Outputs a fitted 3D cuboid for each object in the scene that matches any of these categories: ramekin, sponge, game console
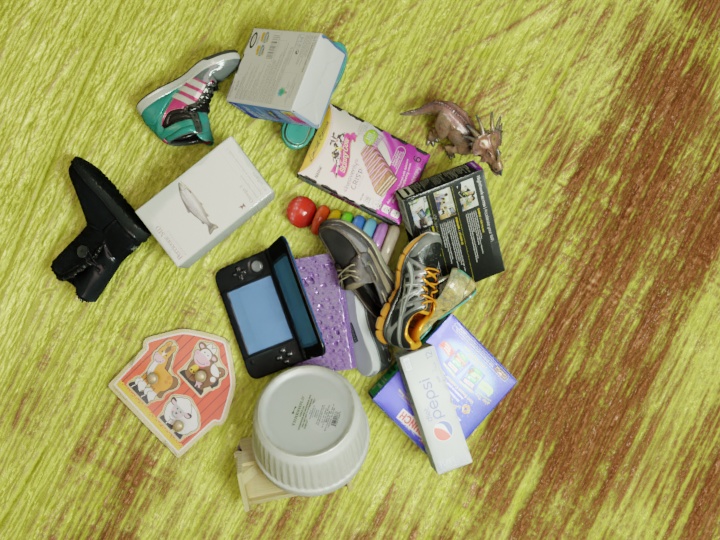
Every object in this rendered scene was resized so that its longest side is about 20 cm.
[{"bbox_3d":[-0.083,0.249,1.284,0.196,0.106,0.203,-1,53,1],"label":"ramekin"},{"bbox_3d":[-0.075,0.077,1.363,0.110,0.030,0.204,-8,91,19],"label":"sponge"},{"bbox_3d":[-0.152,0.066,1.309,0.168,0.118,0.203,-21,86,10],"label":"game console"}]

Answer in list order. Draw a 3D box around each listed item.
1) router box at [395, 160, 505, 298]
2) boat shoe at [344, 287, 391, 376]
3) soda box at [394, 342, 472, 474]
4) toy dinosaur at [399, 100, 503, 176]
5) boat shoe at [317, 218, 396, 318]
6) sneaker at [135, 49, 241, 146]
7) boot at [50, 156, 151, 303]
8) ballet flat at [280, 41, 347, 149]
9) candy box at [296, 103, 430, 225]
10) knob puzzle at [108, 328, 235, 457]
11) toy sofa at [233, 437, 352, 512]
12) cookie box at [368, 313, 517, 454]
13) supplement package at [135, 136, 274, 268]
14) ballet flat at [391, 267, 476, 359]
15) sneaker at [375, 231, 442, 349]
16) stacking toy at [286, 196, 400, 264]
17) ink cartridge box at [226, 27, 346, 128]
[{"bbox_3d":[0.156,-0.066,1.356,0.147,0.051,0.202,-20,118,-6],"label":"router box"},{"bbox_3d":[0.002,0.082,1.379,0.056,0.068,0.203,-10,82,-40],"label":"boat shoe"},{"bbox_3d":[0.118,0.225,1.305,0.062,0.068,0.203,-19,91,-5],"label":"soda box"},{"bbox_3d":[0.170,-0.246,1.357,0.198,0.136,0.087,32,87,-4],"label":"toy dinosaur"},{"bbox_3d":[0.000,0.000,1.309,0.200,0.074,0.074,47,46,-18],"label":"boat shoe"},{"bbox_3d":[-0.267,-0.275,1.340,0.198,0.084,0.122,-31,87,3],"label":"sneaker"},{"bbox_3d":[-0.462,-0.067,1.322,0.168,0.076,0.200,-45,78,6],"label":"boot"},{"bbox_3d":[-0.086,-0.301,1.366,0.067,0.070,0.203,26,84,-15],"label":"ballet flat"},{"bbox_3d":[0.005,-0.181,1.378,0.198,0.061,0.138,25,87,-4],"label":"candy box"},{"bbox_3d":[-0.301,0.190,1.360,0.215,0.030,0.224,0,89,-5],"label":"knob puzzle"},{"bbox_3d":[-0.114,0.334,1.360,0.196,0.098,0.084,-10,115,-6],"label":"toy sofa"},{"bbox_3d":[0.140,0.203,1.379,0.171,0.075,0.200,45,85,-3],"label":"cookie box"},{"bbox_3d":[-0.254,-0.110,1.324,0.199,0.117,0.117,-39,93,-4],"label":"supplement package"},{"bbox_3d":[0.110,0.069,1.352,0.071,0.071,0.200,45,111,-3],"label":"ballet flat"},{"bbox_3d":[0.095,0.036,1.292,0.078,0.077,0.203,10,102,-47],"label":"sneaker"},{"bbox_3d":[-0.035,-0.071,1.367,0.197,0.085,0.087,22,87,-1],"label":"stacking toy"},{"bbox_3d":[-0.135,-0.321,1.312,0.198,0.076,0.138,18,84,38],"label":"ink cartridge box"}]
